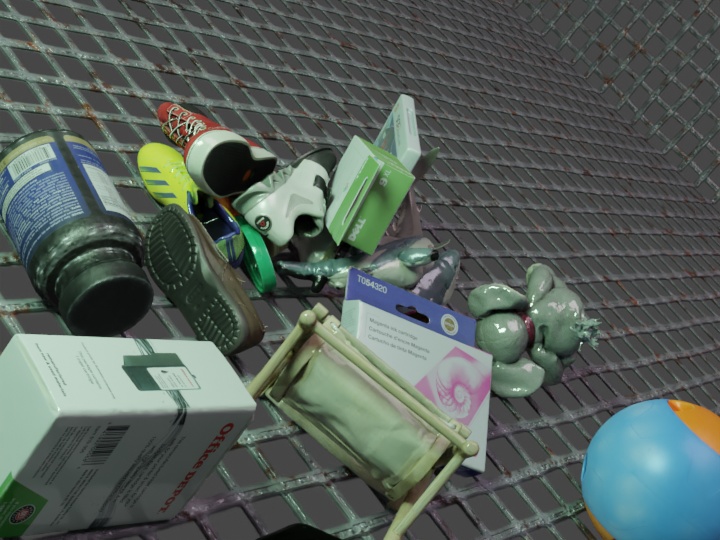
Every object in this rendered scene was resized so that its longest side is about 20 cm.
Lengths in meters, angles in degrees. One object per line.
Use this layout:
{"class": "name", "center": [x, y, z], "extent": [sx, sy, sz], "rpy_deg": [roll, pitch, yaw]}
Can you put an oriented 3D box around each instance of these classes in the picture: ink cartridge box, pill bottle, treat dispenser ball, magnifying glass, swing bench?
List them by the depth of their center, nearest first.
{"class": "ink cartridge box", "center": [-0.202, 0.128, 0.958], "extent": [0.200, 0.147, 0.083], "rpy_deg": [8, 38, -50]}
{"class": "swing bench", "center": [-0.004, 0.139, 1.168], "extent": [0.199, 0.130, 0.200], "rpy_deg": [39, 4, 1]}
{"class": "pill bottle", "center": [-0.274, -0.034, 1.175], "extent": [0.112, 0.112, 0.200], "rpy_deg": [10, 38, -46]}
{"class": "ink cartridge box", "center": [0.063, 0.110, 1.371], "extent": [0.196, 0.043, 0.200], "rpy_deg": [22, 60, -30]}
{"class": "ink cartridge box", "center": [0.007, -0.084, 1.419], "extent": [0.059, 0.104, 0.200], "rpy_deg": [27, 9, -14]}
{"class": "magnifying glass", "center": [-0.140, -0.045, 1.445], "extent": [0.022, 0.080, 0.200], "rpy_deg": [-21, 40, -15]}
{"class": "treat dispenser ball", "center": [0.363, 0.253, 1.454], "extent": [0.201, 0.201, 0.201], "rpy_deg": [31, 26, -17]}

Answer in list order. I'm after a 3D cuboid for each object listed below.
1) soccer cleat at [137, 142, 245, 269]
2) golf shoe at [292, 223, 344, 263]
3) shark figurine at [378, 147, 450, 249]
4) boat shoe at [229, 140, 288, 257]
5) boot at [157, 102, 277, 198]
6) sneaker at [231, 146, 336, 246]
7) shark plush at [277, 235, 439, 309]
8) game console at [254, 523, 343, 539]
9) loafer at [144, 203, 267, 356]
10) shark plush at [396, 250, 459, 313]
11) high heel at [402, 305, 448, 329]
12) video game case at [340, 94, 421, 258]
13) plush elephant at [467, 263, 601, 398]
{"class": "soccer cleat", "center": [-0.191, -0.085, 1.395], "extent": [0.065, 0.084, 0.200], "rpy_deg": [-26, 62, -22]}
{"class": "golf shoe", "center": [-0.067, -0.052, 1.544], "extent": [0.092, 0.073, 0.200], "rpy_deg": [26, 22, -14]}
{"class": "shark figurine", "center": [0.076, -0.057, 1.627], "extent": [0.215, 0.089, 0.128], "rpy_deg": [-73, 153, -46]}
{"class": "boat shoe", "center": [-0.125, -0.098, 1.512], "extent": [0.069, 0.074, 0.200], "rpy_deg": [-16, 51, -21]}
{"class": "boot", "center": [-0.189, -0.147, 1.386], "extent": [0.144, 0.072, 0.200], "rpy_deg": [33, 7, 11]}
{"class": "sneaker", "center": [-0.071, -0.081, 1.436], "extent": [0.089, 0.074, 0.200], "rpy_deg": [51, 35, -2]}
{"class": "shark plush", "center": [0.000, 0.000, 1.450], "extent": [0.200, 0.091, 0.083], "rpy_deg": [-12, 47, -12]}
{"class": "game console", "center": [-0.046, 0.311, 1.015], "extent": [0.176, 0.117, 0.200], "rpy_deg": [17, 13, 29]}
{"class": "loafer", "center": [-0.166, 0.015, 1.306], "extent": [0.071, 0.073, 0.200], "rpy_deg": [19, 35, -56]}
{"class": "shark plush", "center": [0.050, 0.025, 1.538], "extent": [0.200, 0.083, 0.091], "rpy_deg": [-6, 30, -39]}
{"class": "high heel", "center": [0.022, 0.076, 1.410], "extent": [0.067, 0.096, 0.200], "rpy_deg": [48, 26, 19]}
{"class": "video game case", "center": [0.019, -0.112, 1.598], "extent": [0.023, 0.200, 0.182], "rpy_deg": [23, 26, -13]}
{"class": "plush elephant", "center": [0.212, 0.080, 1.626], "extent": [0.155, 0.165, 0.200], "rpy_deg": [-5, 3, -10]}
